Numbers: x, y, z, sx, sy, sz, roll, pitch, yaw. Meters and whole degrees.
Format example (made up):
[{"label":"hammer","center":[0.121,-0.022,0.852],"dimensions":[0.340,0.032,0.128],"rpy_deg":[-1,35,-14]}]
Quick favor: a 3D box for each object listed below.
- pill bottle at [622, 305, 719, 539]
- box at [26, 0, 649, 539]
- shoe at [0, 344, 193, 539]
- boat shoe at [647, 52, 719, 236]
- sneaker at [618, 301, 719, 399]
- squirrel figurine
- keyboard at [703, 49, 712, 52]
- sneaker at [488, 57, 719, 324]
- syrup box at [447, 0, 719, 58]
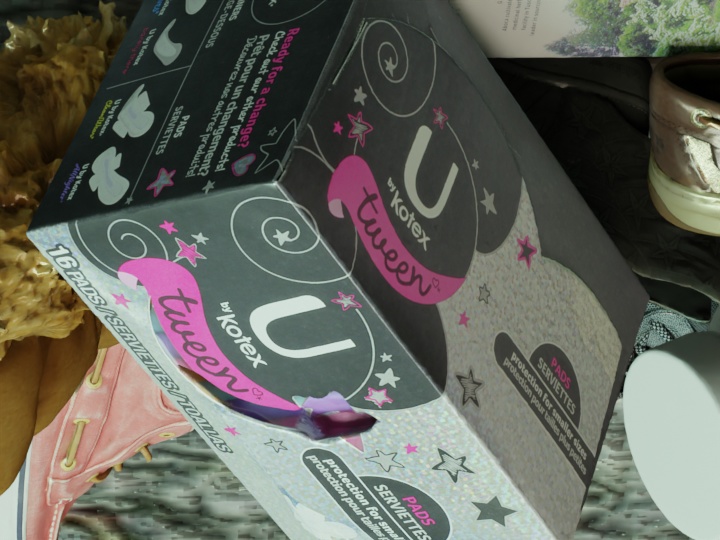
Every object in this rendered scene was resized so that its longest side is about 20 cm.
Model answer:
[{"label":"pill bottle","center":[0.214,0.044,1.130],"dimensions":[0.199,0.111,0.111],"rpy_deg":[-18,147,-24]},{"label":"box","center":[0.000,0.000,0.960],"dimensions":[0.114,0.133,0.200],"rpy_deg":[-11,131,35]},{"label":"shoe","center":[-0.118,0.071,1.207],"dimensions":[0.090,0.072,0.201],"rpy_deg":[5,136,-5]},{"label":"boat shoe","center":[0.200,-0.053,0.964],"dimensions":[0.199,0.072,0.072],"rpy_deg":[3,132,15]},{"label":"sneaker","center":[0.099,0.053,1.177],"dimensions":[0.199,0.114,0.076],"rpy_deg":[-19,140,16]},{"label":"squirrel figurine","center":[-0.121,-0.002,1.025],"dimensions":[0.186,0.142,0.200],"rpy_deg":[-24,161,-43]},{"label":"keyboard","center":[0.204,-0.090,1.067],"dimensions":[0.199,0.040,0.104],"rpy_deg":[-11,155,-14]},{"label":"sneaker","center":[0.054,-0.040,1.058],"dimensions":[0.198,0.105,0.060],"rpy_deg":[7,164,-18]},{"label":"syrup box","center":[0.106,-0.130,0.977],"dimensions":[0.198,0.082,0.079],"rpy_deg":[0,142,-6]}]
